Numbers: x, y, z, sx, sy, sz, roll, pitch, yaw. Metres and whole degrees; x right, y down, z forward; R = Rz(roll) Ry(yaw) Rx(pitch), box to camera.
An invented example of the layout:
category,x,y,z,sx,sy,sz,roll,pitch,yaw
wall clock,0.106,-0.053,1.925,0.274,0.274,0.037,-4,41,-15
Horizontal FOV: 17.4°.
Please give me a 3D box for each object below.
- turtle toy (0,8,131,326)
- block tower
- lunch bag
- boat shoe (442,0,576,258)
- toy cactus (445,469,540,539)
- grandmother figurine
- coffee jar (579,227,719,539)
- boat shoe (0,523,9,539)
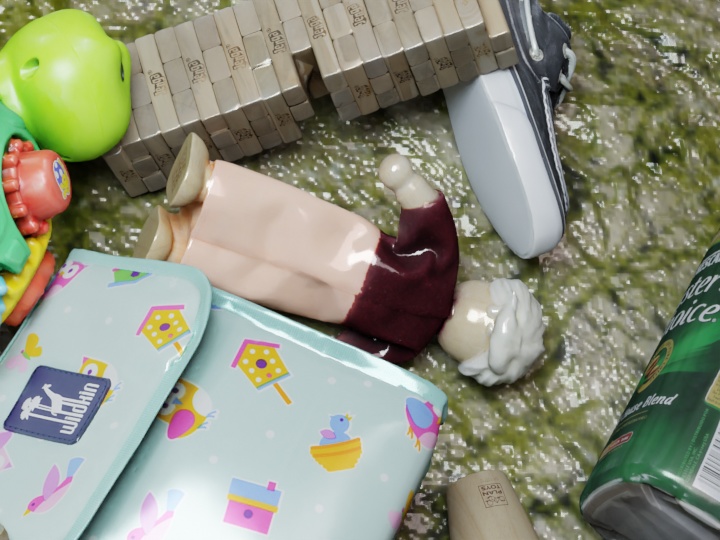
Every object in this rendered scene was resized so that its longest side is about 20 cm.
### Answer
category,x,y,z,sx,sy,sz,roll,pitch,yaw
turtle toy,-0.175,-0.035,1.046,0.101,0.146,0.201,31,74,-13
block tower,-0.030,-0.099,1.116,0.199,0.054,0.058,-20,67,4
lunch bag,-0.084,0.096,1.032,0.199,0.122,0.171,27,67,5
boat shoe,0.076,-0.103,1.173,0.067,0.072,0.201,-12,66,-15
toy cactus,0.072,0.168,1.062,0.198,0.102,0.166,-14,63,-7
grandmother figurine,0.000,0.000,1.108,0.199,0.122,0.061,23,30,-15
coffee jar,0.185,0.046,1.118,0.085,0.104,0.201,32,66,-2
boat shoe,-0.228,0.076,0.988,0.199,0.065,0.072,23,48,38
